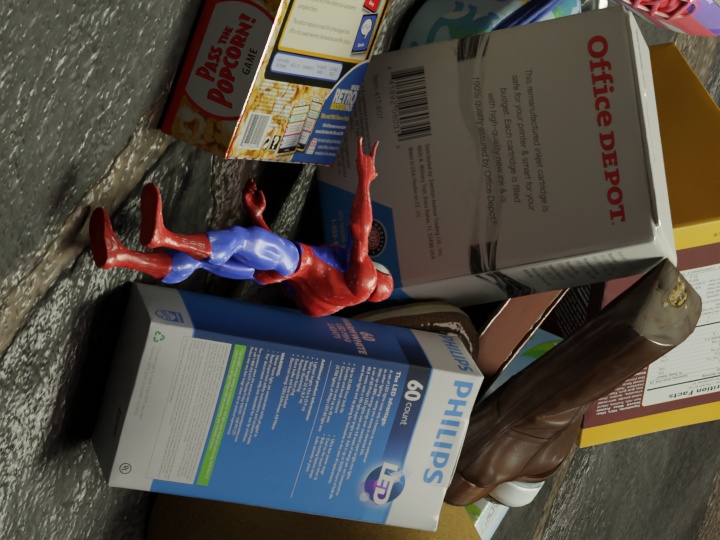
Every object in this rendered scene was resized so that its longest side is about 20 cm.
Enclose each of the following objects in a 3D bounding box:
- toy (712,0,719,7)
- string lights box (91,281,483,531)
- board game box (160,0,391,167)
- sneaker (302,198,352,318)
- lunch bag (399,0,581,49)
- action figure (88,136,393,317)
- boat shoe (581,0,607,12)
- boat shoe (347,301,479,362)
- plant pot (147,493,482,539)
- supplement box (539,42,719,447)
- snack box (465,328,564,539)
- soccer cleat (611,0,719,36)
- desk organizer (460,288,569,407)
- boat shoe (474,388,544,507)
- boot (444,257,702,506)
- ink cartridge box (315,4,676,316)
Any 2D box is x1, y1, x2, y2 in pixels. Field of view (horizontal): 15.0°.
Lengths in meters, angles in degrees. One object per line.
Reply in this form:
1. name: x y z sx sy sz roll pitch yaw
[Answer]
1. toy: 0.168 -0.246 1.737 0.047 0.200 0.115 -41 -171 44
2. string lights box: -0.041 0.079 1.542 0.059 0.199 0.103 -123 -134 -62
3. board game box: -0.028 -0.160 1.521 0.151 0.046 0.201 0 111 -68
4. sneaker: 0.000 0.000 1.747 0.082 0.073 0.201 -35 153 -61
5. lunch bag: 0.074 -0.093 1.810 0.161 0.082 0.201 -35 142 -50
6. action figure: -0.055 -0.032 1.496 0.199 0.065 0.100 18 63 -43
7. boat shoe: 0.130 -0.212 1.855 0.067 0.072 0.201 -24 137 -39
8. boat shoe: -0.030 0.062 1.614 0.199 0.076 0.072 -20 117 -6
9. plant pot: 0.002 0.183 1.671 0.186 0.200 0.187 -30 143 -26
10. supplement box: 0.191 -0.019 1.964 0.132 0.198 0.201 -10 133 -16
11. snack box: 0.046 0.112 1.865 0.200 0.142 0.053 -55 158 -29
12. soccer cleat: 0.168 -0.198 1.775 0.067 0.199 0.077 -56 -166 30
13. desk organizer: 0.097 -0.015 1.733 0.200 0.072 0.077 -50 160 -20
14. boat shoe: 0.048 0.102 1.785 0.073 0.199 0.068 10 118 -44
15. boot: 0.147 0.055 1.657 0.200 0.064 0.186 -45 174 32
16. ink cartridge box: 0.079 -0.060 1.615 0.084 0.199 0.147 40 42 -70
